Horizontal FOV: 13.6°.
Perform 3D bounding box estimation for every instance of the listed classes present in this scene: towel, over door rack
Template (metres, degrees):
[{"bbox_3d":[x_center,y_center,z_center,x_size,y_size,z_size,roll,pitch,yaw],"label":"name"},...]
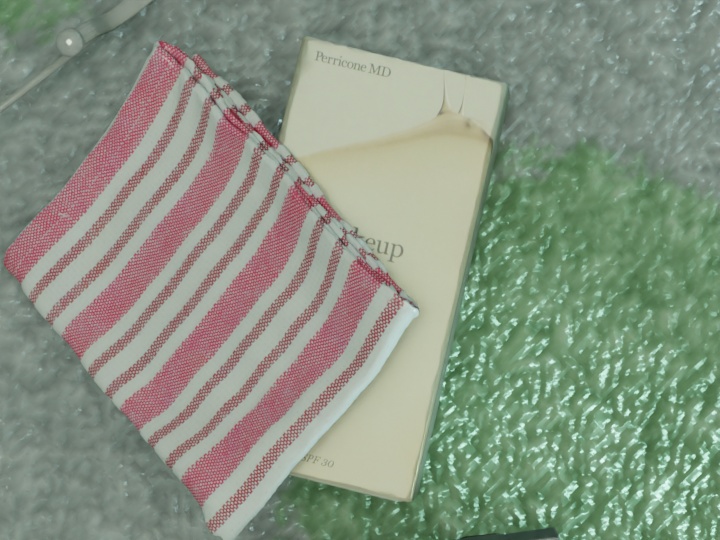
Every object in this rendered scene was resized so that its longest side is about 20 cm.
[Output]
[{"bbox_3d":[-0.075,0.008,1.387,0.147,0.030,0.200,-52,57,17],"label":"towel"},{"bbox_3d":[-0.197,-0.141,1.436,0.200,0.067,0.148,-39,87,1],"label":"over door rack"}]

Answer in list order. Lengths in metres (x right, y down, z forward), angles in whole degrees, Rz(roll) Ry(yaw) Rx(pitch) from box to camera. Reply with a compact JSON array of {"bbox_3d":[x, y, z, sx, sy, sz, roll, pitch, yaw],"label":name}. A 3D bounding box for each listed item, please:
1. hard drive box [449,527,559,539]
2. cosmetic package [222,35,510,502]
[{"bbox_3d":[0.028,0.230,1.412,0.155,0.077,0.201,-6,88,3],"label":"hard drive box"},{"bbox_3d":[0.000,0.000,1.421,0.103,0.073,0.201,12,90,3],"label":"cosmetic package"}]
